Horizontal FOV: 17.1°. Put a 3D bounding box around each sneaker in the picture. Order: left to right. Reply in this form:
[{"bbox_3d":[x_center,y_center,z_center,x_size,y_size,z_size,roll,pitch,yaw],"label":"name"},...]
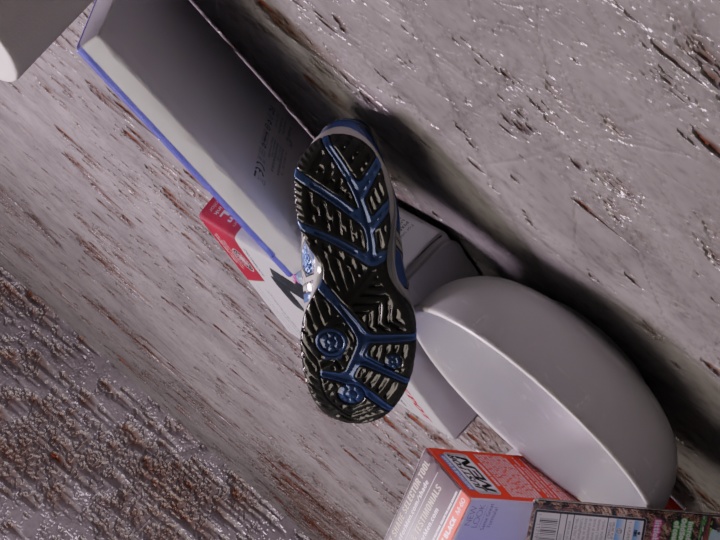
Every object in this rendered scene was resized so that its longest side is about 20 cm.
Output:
[{"bbox_3d":[0.000,0.000,1.483,0.077,0.075,0.201,-77,-12,-65],"label":"sneaker"}]

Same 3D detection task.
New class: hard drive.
[{"bbox_3d":[-0.095,-0.104,1.526,0.200,0.025,0.132,47,-154,-22],"label":"hard drive"}]

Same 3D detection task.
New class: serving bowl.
[{"bbox_3d":[0.124,0.070,1.489,0.200,0.066,0.200,40,168,10],"label":"serving bowl"}]

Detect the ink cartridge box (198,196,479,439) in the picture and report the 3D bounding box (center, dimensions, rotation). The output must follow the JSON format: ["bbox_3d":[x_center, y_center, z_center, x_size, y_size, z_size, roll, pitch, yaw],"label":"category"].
[{"bbox_3d":[0.002,0.010,1.641,0.200,0.083,0.146,31,163,46],"label":"ink cartridge box"}]

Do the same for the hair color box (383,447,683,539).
[{"bbox_3d":[0.111,0.185,1.594,0.199,0.111,0.064,8,-155,-37],"label":"hair color box"}]

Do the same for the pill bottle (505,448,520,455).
[{"bbox_3d":[0.173,0.226,1.771,0.200,0.111,0.111,46,168,-16],"label":"pill bottle"}]

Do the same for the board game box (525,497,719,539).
[{"bbox_3d":[0.193,0.234,1.421,0.198,0.160,0.097,3,153,21],"label":"board game box"}]

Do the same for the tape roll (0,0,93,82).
[{"bbox_3d":[-0.228,-0.230,1.408,0.202,0.139,0.203,41,169,10],"label":"tape roll"}]
